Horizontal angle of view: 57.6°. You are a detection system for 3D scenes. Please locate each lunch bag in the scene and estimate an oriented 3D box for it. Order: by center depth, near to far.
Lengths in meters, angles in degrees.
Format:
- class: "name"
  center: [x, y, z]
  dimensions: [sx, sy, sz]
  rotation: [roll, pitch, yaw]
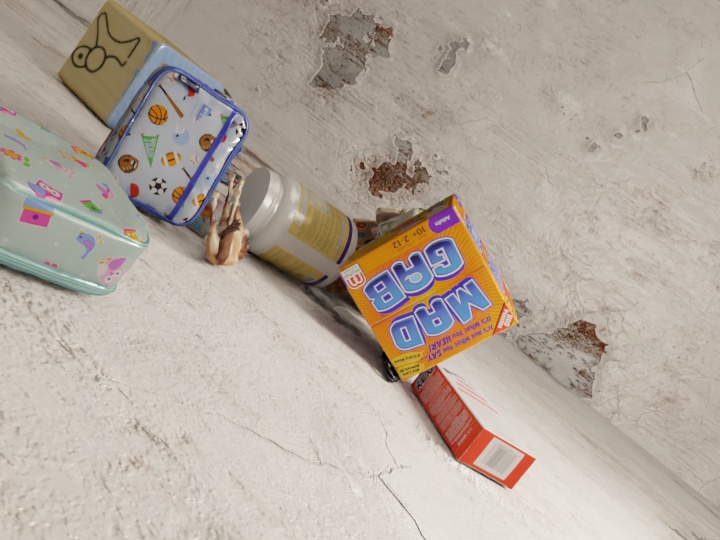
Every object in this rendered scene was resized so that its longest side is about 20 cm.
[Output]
- class: "lunch bag"
  center: [-0.288, -0.069, 0.573]
  dimensions: [0.160, 0.077, 0.200]
  rotation: [27, 13, -49]
- class: "lunch bag"
  center: [-0.249, -0.171, 0.898]
  dimensions: [0.160, 0.200, 0.076]
  rotation: [32, 0, -30]

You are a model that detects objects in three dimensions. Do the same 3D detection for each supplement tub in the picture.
- class: "supplement tub"
  center: [-0.118, -0.073, 1.131]
  dimensions: [0.200, 0.146, 0.145]
  rotation: [33, 9, -35]

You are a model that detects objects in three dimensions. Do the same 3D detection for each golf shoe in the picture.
- class: "golf shoe"
  center: [0.070, -0.070, 1.328]
  dimensions: [0.092, 0.073, 0.200]
  rotation: [11, -25, -14]

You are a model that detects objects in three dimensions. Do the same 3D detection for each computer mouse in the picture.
- class: "computer mouse"
  center: [0.053, 0.147, 1.078]
  dimensions: [0.059, 0.034, 0.200]
  rotation: [60, 13, 0]

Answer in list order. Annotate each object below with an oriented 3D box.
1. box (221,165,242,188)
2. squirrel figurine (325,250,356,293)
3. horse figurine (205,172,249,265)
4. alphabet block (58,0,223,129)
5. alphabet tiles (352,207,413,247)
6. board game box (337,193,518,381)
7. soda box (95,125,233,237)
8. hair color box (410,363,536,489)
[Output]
- class: "box"
  center: [-0.382, -0.281, 1.560]
  dimensions: [0.200, 0.040, 0.137]
  rotation: [44, 8, 39]
- class: "squirrel figurine"
  center: [0.000, 0.000, 1.308]
  dimensions: [0.186, 0.142, 0.200]
  rotation: [34, 3, 26]
- class: "horse figurine"
  center: [-0.184, -0.057, 0.918]
  dimensions: [0.050, 0.133, 0.200]
  rotation: [6, 18, -6]
- class: "alphabet block"
  center: [-0.440, -0.381, 1.318]
  dimensions: [0.200, 0.196, 0.196]
  rotation: [42, 7, 26]
- class: "alphabet tiles"
  center: [0.078, -0.079, 1.414]
  dimensions: [0.195, 0.015, 0.200]
  rotation: [2, -25, -1]
- class: "board game box"
  center: [0.112, 0.019, 1.057]
  dimensions: [0.200, 0.200, 0.200]
  rotation: [60, 14, -5]
- class: "soda box"
  center: [-0.296, -0.137, 0.998]
  dimensions: [0.200, 0.064, 0.068]
  rotation: [37, 7, -8]
- class: "hair color box"
  center: [0.162, 0.223, 0.976]
  dimensions: [0.111, 0.064, 0.200]
  rotation: [33, 10, -23]
